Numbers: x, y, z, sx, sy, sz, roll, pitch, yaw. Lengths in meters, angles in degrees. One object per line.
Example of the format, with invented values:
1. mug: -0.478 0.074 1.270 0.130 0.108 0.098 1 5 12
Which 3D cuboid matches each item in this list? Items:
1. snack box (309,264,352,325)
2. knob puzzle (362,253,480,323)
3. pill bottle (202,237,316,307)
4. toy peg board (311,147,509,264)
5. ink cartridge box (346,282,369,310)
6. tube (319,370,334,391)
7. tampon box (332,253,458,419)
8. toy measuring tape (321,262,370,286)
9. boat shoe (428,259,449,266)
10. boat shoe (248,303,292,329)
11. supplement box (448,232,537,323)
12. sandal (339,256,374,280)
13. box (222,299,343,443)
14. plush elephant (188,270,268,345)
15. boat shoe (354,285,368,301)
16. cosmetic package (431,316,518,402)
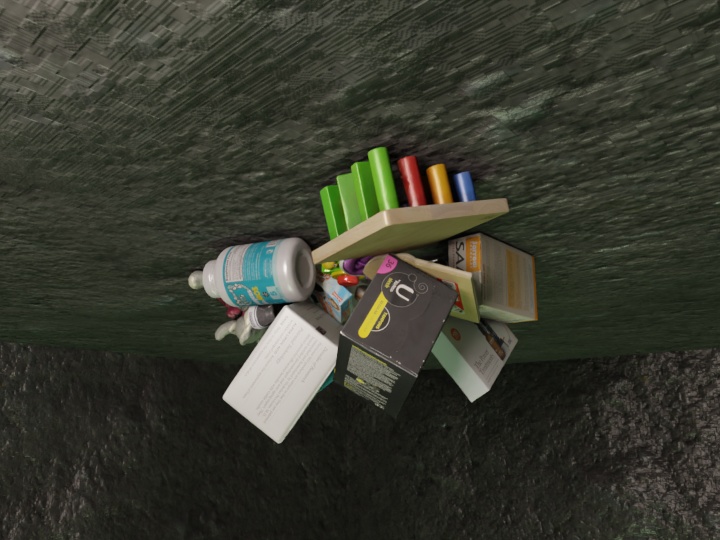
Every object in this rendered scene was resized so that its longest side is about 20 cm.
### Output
1. snack box: -0.067 0.066 1.168 0.037 0.116 0.201 -40 159 -21
2. knob puzzle: 0.096 0.015 0.920 0.215 0.031 0.220 21 161 7
3. pill bottle: -0.186 0.007 1.028 0.195 0.114 0.110 -6 164 23
4. toy peg board: 0.053 -0.089 0.754 0.195 0.100 0.199 -9 173 -31
5. ink cartridge box: 0.019 0.065 1.243 0.195 0.068 0.116 11 170 1
6. tube: -0.025 0.170 1.186 0.197 0.078 0.051 -30 142 -17
7. tampon box: 0.047 0.106 0.876 0.124 0.151 0.201 28 150 9
8. toy measuring tape: 0.000 0.000 1.088 0.072 0.076 0.198 -10 164 35
9. boat shoe: 0.143 0.014 1.130 0.066 0.076 0.199 8 180 -5
10. boat shoe: -0.149 0.052 1.122 0.065 0.072 0.200 -11 -166 24
11. supplement box: 0.244 0.020 1.042 0.073 0.129 0.198 -11 161 43
12. sandal: 0.033 -0.011 1.011 0.050 0.083 0.201 39 -169 28
13. box: -0.123 0.173 1.044 0.130 0.202 0.199 36 -176 3
14. plush elephant: -0.264 0.092 1.253 0.195 0.159 0.165 -2 165 10
15. boat shoe: 0.065 0.106 1.146 0.198 0.072 0.076 35 -164 -3
16. cosmetic package: 0.204 0.124 1.053 0.052 0.151 0.199 -44 174 35
